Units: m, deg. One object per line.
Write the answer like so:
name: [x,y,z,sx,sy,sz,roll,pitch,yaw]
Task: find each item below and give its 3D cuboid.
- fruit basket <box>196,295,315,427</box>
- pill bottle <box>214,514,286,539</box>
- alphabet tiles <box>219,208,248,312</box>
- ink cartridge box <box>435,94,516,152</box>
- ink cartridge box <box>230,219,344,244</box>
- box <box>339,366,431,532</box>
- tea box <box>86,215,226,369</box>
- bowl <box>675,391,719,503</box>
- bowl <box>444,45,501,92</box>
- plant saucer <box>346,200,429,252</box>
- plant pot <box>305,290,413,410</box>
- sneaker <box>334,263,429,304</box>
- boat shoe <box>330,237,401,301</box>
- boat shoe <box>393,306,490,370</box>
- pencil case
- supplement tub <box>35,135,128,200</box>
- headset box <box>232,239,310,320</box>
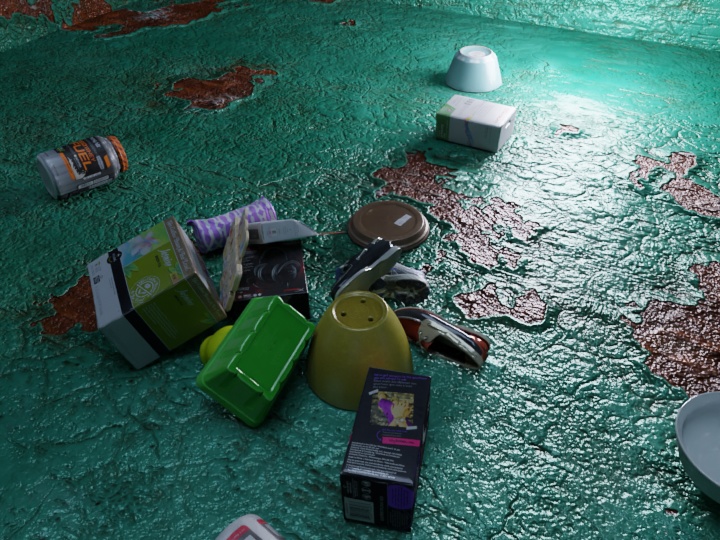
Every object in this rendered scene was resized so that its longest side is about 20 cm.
fruit basket: [-0.195,0.153,1.115,0.155,0.215,0.216,38,40,-10]
pill bottle: [-0.098,0.408,0.793,0.199,0.112,0.110,27,46,31]
alphabet tiles: [-0.256,-0.016,1.266,0.014,0.197,0.201,12,34,-21]
ink cartridge box: [0.337,-0.431,1.863,0.198,0.088,0.145,17,42,24]
ink cartridge box: [-0.160,-0.090,1.380,0.198,0.058,0.162,-15,9,-33]
box: [0.043,0.264,0.962,0.105,0.123,0.201,7,38,11]
tea box: [-0.386,0.038,1.204,0.195,0.134,0.200,-31,44,-7]
bowl: [0.565,0.287,0.953,0.198,0.091,0.202,0,38,0]
bowl: [0.391,-0.701,2.187,0.198,0.106,0.202,-1,37,1]
plant saucer: [0.066,-0.110,1.510,0.197,0.030,0.201,0,38,0]
plant pot: [-0.002,0.122,1.126,0.197,0.143,0.201,0,38,0]
sneaker: [0.046,0.019,1.324,0.197,0.078,0.085,11,29,3]
boat shoe: [0.000,0.000,1.227,0.060,0.076,0.199,34,42,21]
boat shoe: [0.141,0.127,1.181,0.198,0.072,0.063,19,45,17]
pencil case: [-0.289,-0.108,1.463,0.198,0.084,0.086,-23,78,-28]
supplement tub: [-0.715,-0.272,1.645,0.199,0.124,0.122,-30,47,-32]
headset box: [-0.186,0.017,1.314,0.147,0.078,0.201,-6,40,-6]
